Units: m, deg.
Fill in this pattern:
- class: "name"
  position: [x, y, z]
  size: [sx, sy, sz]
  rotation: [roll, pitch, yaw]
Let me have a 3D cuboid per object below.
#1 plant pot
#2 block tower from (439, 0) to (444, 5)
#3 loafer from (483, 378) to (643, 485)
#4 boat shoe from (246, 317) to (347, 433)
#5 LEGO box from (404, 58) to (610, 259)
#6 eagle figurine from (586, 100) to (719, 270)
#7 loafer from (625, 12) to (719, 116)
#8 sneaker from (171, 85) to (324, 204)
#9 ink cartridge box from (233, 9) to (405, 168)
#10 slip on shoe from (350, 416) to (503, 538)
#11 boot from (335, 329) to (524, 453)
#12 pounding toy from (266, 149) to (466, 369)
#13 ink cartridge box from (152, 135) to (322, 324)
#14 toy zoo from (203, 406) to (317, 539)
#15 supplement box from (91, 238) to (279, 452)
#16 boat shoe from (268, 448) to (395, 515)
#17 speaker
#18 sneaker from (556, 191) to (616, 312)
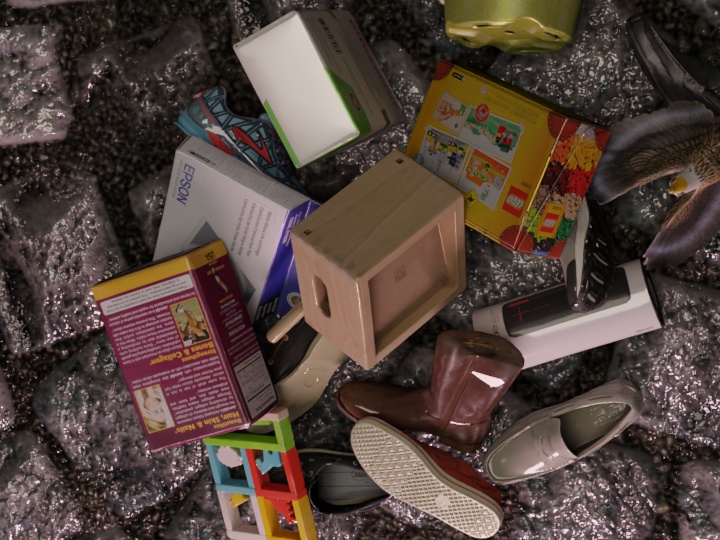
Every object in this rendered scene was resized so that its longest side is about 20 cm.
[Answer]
- class: "plant pot"
  position: [0.159, -0.324, 1.560]
  size: [0.200, 0.200, 0.184]
  rotation: [5, 85, 12]
- class: "block tower"
  position: [0.033, -0.356, 1.681]
  size: [0.200, 0.054, 0.058]
  rotation: [28, 104, 8]
- class: "loafer"
  position: [0.223, 0.184, 1.709]
  size: [0.200, 0.070, 0.070]
  rotation: [-33, 90, 16]
- class: "boat shoe"
  position: [-0.074, 0.110, 1.776]
  size: [0.201, 0.074, 0.063]
  rotation: [-52, 48, 25]
- class: "LEGO box"
  position: [0.146, -0.121, 1.628]
  size: [0.200, 0.077, 0.149]
  rotation: [33, 108, 42]
- class: "eagle figurine"
  position: [0.344, -0.102, 1.575]
  size: [0.200, 0.151, 0.152]
  rotation: [-30, 60, 52]
- class: "loafer"
  position: [0.355, -0.196, 1.623]
  size: [0.070, 0.068, 0.201]
  rotation: [-35, 97, 18]
- class: "sneaker"
  position: [-0.111, -0.135, 1.734]
  size: [0.200, 0.079, 0.096]
  rotation: [37, 83, -9]
- class: "ink cartridge box"
  position: [-0.040, -0.200, 1.647]
  size: [0.084, 0.200, 0.146]
  rotation: [-27, 91, 18]
- class: "slip on shoe"
  position: [0.076, 0.228, 1.728]
  size: [0.200, 0.061, 0.074]
  rotation: [32, 121, -4]
- class: "boot"
  position: [0.073, 0.117, 1.680]
  size: [0.186, 0.064, 0.200]
  rotation: [14, 146, 1]
- class: "pounding toy"
  position: [0.000, 0.000, 1.639]
  size: [0.184, 0.200, 0.142]
  rotation: [-38, 57, -24]
- class: "ink cartridge box"
  position: [-0.132, -0.031, 1.727]
  size: [0.200, 0.041, 0.200]
  rotation: [27, 136, 8]
- class: "toy zoo"
  position: [-0.118, 0.252, 1.785]
  size: [0.131, 0.020, 0.200]
  rotation: [-1, 108, 39]
- class: "supplement box"
  position: [-0.192, 0.082, 1.694]
  size: [0.131, 0.103, 0.200]
  rotation: [-16, 96, 20]
- class: "boat shoe"
  position: [-0.040, 0.253, 1.784]
  size: [0.199, 0.066, 0.075]
  rotation: [0, 100, 14]
- class: "speaker"
  position: [0.227, 0.054, 1.685]
  size: [0.200, 0.081, 0.081]
  rotation: [-18, 94, 16]
- class: "sneaker"
  position: [0.225, -0.044, 1.650]
  size: [0.079, 0.074, 0.200]
  rotation: [-18, 59, 27]
